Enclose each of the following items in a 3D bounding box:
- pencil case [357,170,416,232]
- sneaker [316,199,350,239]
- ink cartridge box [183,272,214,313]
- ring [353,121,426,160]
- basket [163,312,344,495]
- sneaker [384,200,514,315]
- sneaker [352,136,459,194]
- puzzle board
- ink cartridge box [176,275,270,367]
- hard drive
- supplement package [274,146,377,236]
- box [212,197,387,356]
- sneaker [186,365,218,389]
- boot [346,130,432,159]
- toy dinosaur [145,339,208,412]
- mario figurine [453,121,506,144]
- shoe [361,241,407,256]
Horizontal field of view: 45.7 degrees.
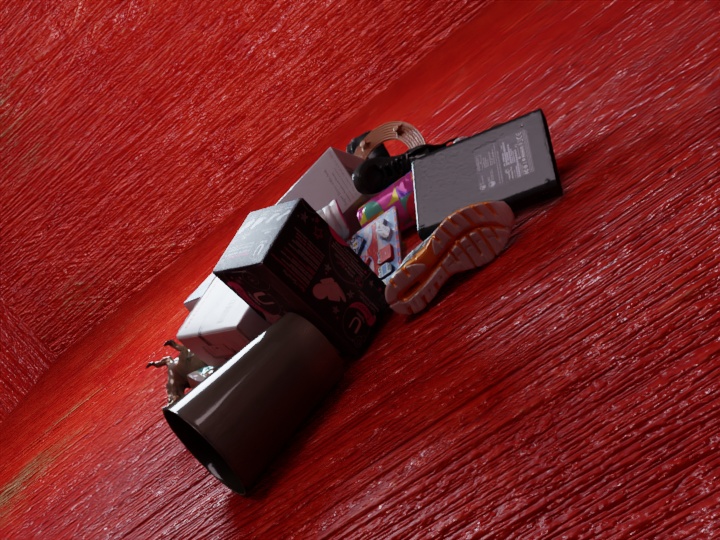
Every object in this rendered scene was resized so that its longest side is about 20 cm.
[{"bbox_3d":[0.087,-0.116,1.442,0.199,0.089,0.089,-36,15,26],"label":"pencil case"},{"bbox_3d":[-0.080,-0.051,1.433,0.087,0.082,0.200,-21,-17,-15],"label":"sneaker"},{"bbox_3d":[-0.205,0.043,1.588,0.083,0.146,0.200,-20,24,51],"label":"ink cartridge box"},{"bbox_3d":[0.046,-0.188,1.622,0.198,0.019,0.204,-14,68,38],"label":"ring"},{"bbox_3d":[-0.127,0.160,1.084,0.200,0.137,0.179,-43,21,-24],"label":"basket"},{"bbox_3d":[0.113,-0.025,1.119,0.199,0.079,0.077,-36,6,13],"label":"sneaker"},{"bbox_3d":[0.083,-0.185,1.484,0.198,0.061,0.103,-21,3,-44],"label":"sneaker"},{"bbox_3d":[0.002,0.005,1.293,0.150,0.017,0.202,-34,36,25],"label":"puzzle board"},{"bbox_3d":[-0.174,0.062,1.299,0.199,0.083,0.148,-12,41,52],"label":"ink cartridge box"},{"bbox_3d":[0.165,-0.128,1.160,0.198,0.033,0.141,-19,51,22],"label":"hard drive"},{"bbox_3d":[-0.062,-0.108,1.585,0.200,0.122,0.119,-44,-25,22],"label":"supplement package"},{"bbox_3d":[-0.078,0.018,1.166,0.131,0.200,0.116,-9,43,49],"label":"box"},{"bbox_3d":[-0.208,0.180,1.341,0.079,0.072,0.199,-29,19,-22],"label":"sneaker"},{"bbox_3d":[0.052,-0.223,1.692,0.200,0.076,0.169,-40,53,21],"label":"boot"},{"bbox_3d":[-0.277,0.170,1.468,0.199,0.136,0.086,-40,-4,-22],"label":"toy dinosaur"},{"bbox_3d":[0.174,-0.144,1.223,0.201,0.123,0.106,-52,-8,-22],"label":"mario figurine"},{"bbox_3d":[0.000,0.000,1.388,0.198,0.054,0.070,-19,8,37],"label":"shoe"}]
